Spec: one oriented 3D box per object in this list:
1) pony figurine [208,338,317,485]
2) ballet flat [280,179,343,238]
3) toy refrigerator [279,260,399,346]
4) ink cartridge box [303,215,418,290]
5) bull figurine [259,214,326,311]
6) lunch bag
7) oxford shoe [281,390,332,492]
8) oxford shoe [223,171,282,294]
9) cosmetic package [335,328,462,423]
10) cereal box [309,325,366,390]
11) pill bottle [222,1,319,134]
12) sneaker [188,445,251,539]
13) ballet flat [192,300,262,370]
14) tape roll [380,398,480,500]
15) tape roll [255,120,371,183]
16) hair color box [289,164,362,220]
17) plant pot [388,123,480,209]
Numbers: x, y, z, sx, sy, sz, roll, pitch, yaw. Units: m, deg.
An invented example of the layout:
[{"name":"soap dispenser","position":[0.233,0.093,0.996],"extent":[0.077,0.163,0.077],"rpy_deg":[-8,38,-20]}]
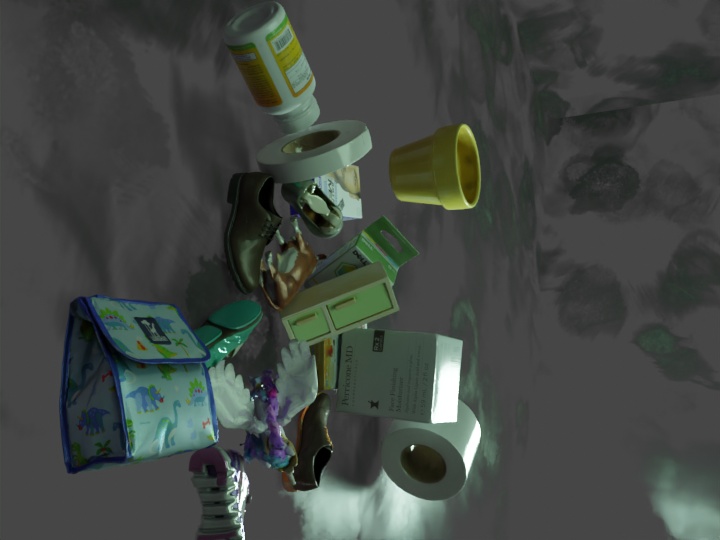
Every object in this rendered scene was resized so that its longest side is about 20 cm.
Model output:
[{"name":"pony figurine","position":[-0.138,0.212,1.176],"extent":[0.200,0.165,0.195],"rpy_deg":[164,-89,-76]},{"name":"ballet flat","position":[-0.070,-0.101,1.380],"extent":[0.068,0.063,0.200],"rpy_deg":[-57,145,-7]},{"name":"toy refrigerator","position":[-0.039,0.063,1.379],"extent":[0.070,0.198,0.077],"rpy_deg":[-113,-177,-59]},{"name":"ink cartridge box","position":[0.000,0.000,1.452],"extent":[0.104,0.199,0.060],"rpy_deg":[45,31,-16]},{"name":"bull figurine","position":[-0.124,-0.017,1.376],"extent":[0.122,0.064,0.201],"rpy_deg":[65,27,-26]},{"name":"lunch bag","position":[-0.274,0.133,0.970],"extent":[0.170,0.126,0.202],"rpy_deg":[13,62,-62]},{"name":"oxford shoe","position":[-0.076,0.308,1.416],"extent":[0.072,0.072,0.201],"rpy_deg":[60,35,-42]},{"name":"oxford shoe","position":[-0.170,-0.063,1.262],"extent":[0.073,0.083,0.203],"rpy_deg":[17,73,-65]},{"name":"cosmetic package","position":[0.078,0.203,1.528],"extent":[0.165,0.198,0.167],"rpy_deg":[20,73,-64]},{"name":"cereal box","position":[-0.041,0.160,1.556],"extent":[0.200,0.039,0.146],"rpy_deg":[11,78,-65]},{"name":"pill bottle","position":[-0.143,-0.337,1.329],"extent":[0.112,0.110,0.201],"rpy_deg":[-71,147,-40]},{"name":"sneaker","position":[-0.196,0.352,1.154],"extent":[0.088,0.079,0.203],"rpy_deg":[2,84,-73]},{"name":"ballet flat","position":[-0.215,0.107,1.176],"extent":[0.200,0.067,0.071],"rpy_deg":[-38,144,-61]},{"name":"tape roll","position":[0.159,0.392,1.766],"extent":[0.139,0.200,0.205],"rpy_deg":[-51,131,-55]},{"name":"tape roll","position":[-0.079,-0.205,1.339],"extent":[0.203,0.201,0.037],"rpy_deg":[-55,134,-54]},{"name":"hair color box","position":[-0.067,-0.157,1.525],"extent":[0.200,0.064,0.111],"rpy_deg":[-2,88,-67]},{"name":"plant pot","position":[0.177,-0.246,1.919],"extent":[0.200,0.187,0.204],"rpy_deg":[-4,90,-66]}]
